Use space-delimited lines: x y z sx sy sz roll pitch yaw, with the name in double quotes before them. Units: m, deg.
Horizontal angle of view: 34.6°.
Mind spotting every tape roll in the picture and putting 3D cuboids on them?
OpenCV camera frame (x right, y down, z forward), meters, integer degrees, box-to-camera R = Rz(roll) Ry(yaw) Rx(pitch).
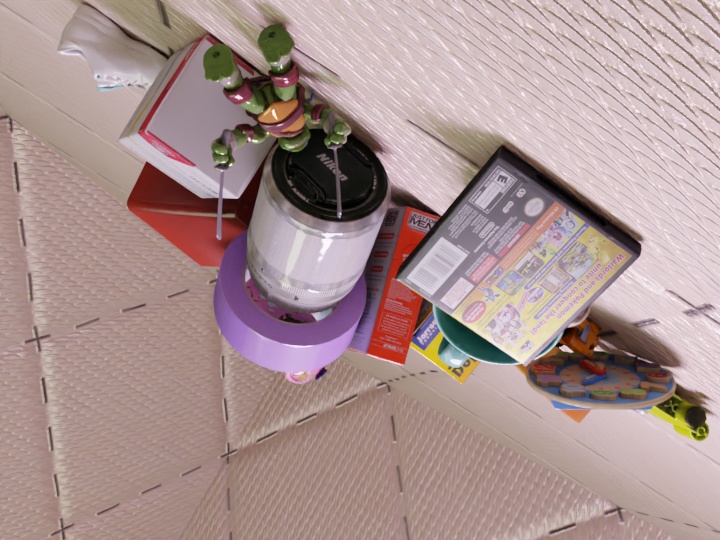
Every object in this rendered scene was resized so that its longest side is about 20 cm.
"tape roll" -0.094 0.033 1.531 0.198 0.201 0.066 31 140 6

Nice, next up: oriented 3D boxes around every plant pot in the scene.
"plant pot" -0.183 -0.121 1.680 0.174 0.202 0.200 13 162 36

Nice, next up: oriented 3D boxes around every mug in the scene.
"mug" 0.153 0.017 1.324 0.183 0.115 0.153 -15 121 28

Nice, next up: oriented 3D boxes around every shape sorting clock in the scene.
"shape sorting clock" 0.319 0.142 1.539 0.196 0.040 0.200 -4 -165 1

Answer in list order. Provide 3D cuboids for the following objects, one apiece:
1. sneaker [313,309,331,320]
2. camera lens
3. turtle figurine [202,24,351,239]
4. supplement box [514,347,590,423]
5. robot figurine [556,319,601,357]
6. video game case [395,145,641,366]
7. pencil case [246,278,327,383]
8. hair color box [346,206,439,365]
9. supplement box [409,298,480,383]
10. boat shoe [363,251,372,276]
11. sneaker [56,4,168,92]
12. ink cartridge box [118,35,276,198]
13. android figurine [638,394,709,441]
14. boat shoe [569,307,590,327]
"sneaker" -0.067 0.058 1.759 0.130 0.080 0.201 37 -166 -27
"camera lens" -0.056 -0.063 1.443 0.159 0.161 0.201 30 141 7
"turtle figurine" -0.091 -0.153 1.256 0.142 0.202 0.195 12 154 23
"supplement box" 0.271 0.136 1.706 0.069 0.067 0.200 34 -170 -42
"robot figurine" 0.230 0.044 1.545 0.199 0.059 0.144 38 169 -37
"video game case" 0.161 -0.009 1.210 0.179 0.026 0.200 33 128 -8
"pencil case" -0.112 0.063 1.611 0.086 0.083 0.201 19 -153 -54
"hair color box" 0.045 0.020 1.561 0.060 0.203 0.101 16 176 -17
"supplement box" 0.113 0.053 1.641 0.109 0.109 0.200 35 -171 -21
"boat shoe" 0.000 0.000 1.662 0.072 0.059 0.201 37 157 33
"sneaker" -0.330 -0.280 1.617 0.198 0.089 0.075 32 169 -4
"ink cartridge box" -0.201 -0.190 1.478 0.144 0.146 0.199 34 170 -20
"android figurine" 0.417 0.185 1.671 0.181 0.041 0.200 32 175 -11
"boat shoe" 0.189 -0.001 1.408 0.201 0.075 0.075 30 165 17
